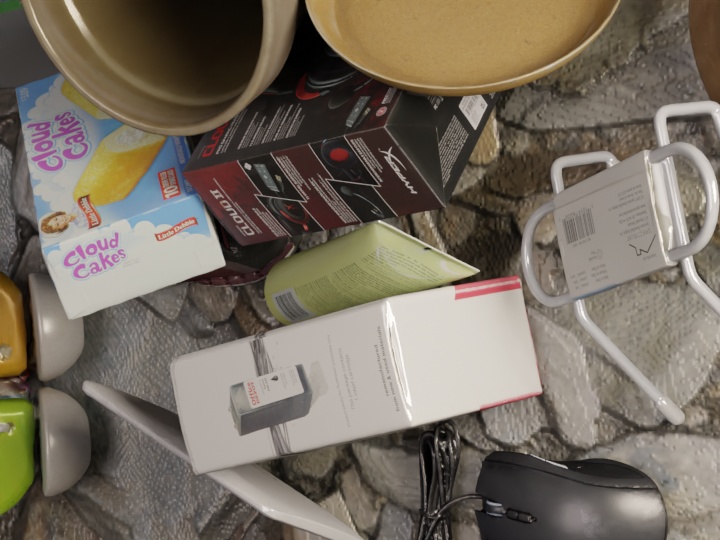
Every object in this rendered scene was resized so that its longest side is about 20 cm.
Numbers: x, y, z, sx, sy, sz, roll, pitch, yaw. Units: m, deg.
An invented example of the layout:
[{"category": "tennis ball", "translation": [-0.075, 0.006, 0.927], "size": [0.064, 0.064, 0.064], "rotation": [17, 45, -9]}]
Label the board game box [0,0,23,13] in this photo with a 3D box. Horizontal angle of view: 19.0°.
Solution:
[{"category": "board game box", "translation": [-0.194, -0.261, 1.510], "size": [0.135, 0.199, 0.029], "rotation": [60, 149, 19]}]

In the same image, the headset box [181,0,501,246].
[{"category": "headset box", "translation": [-0.013, -0.102, 1.394], "size": [0.199, 0.149, 0.075], "rotation": [-9, 132, 41]}]

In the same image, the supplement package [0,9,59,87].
[{"category": "supplement package", "translation": [-0.281, -0.261, 1.614], "size": [0.151, 0.150, 0.201], "rotation": [-36, 70, 37]}]

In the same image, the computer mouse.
[{"category": "computer mouse", "translation": [0.102, 0.182, 1.388], "size": [0.199, 0.046, 0.142], "rotation": [11, 100, 40]}]

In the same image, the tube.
[{"category": "tube", "translation": [0.000, 0.000, 1.415], "size": [0.200, 0.058, 0.052], "rotation": [-19, 90, 63]}]

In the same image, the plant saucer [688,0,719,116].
[{"category": "plant saucer", "translation": [0.252, -0.119, 1.187], "size": [0.200, 0.029, 0.201], "rotation": [38, 144, 34]}]

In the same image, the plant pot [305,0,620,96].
[{"category": "plant pot", "translation": [0.065, -0.174, 1.321], "size": [0.200, 0.200, 0.028], "rotation": [36, 153, 33]}]

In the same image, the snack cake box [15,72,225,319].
[{"category": "snack cake box", "translation": [-0.170, -0.067, 1.499], "size": [0.201, 0.114, 0.068], "rotation": [-110, 2, -50]}]

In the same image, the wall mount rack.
[{"category": "wall mount rack", "translation": [0.179, 0.000, 1.271], "size": [0.200, 0.074, 0.175], "rotation": [-25, 73, 60]}]

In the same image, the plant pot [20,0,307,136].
[{"category": "plant pot", "translation": [-0.099, -0.214, 1.399], "size": [0.198, 0.173, 0.202], "rotation": [16, 124, 24]}]

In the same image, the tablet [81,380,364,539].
[{"category": "tablet", "translation": [-0.095, 0.135, 1.505], "size": [0.199, 0.130, 0.014], "rotation": [29, 90, 35]}]

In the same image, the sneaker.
[{"category": "sneaker", "translation": [-0.140, -0.017, 1.535], "size": [0.199, 0.115, 0.076], "rotation": [-17, 83, 41]}]

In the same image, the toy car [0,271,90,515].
[{"category": "toy car", "translation": [-0.305, 0.091, 1.679], "size": [0.150, 0.173, 0.202], "rotation": [-176, 82, -75]}]

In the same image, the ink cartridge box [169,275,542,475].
[{"category": "ink cartridge box", "translation": [-0.004, 0.069, 1.405], "size": [0.199, 0.145, 0.086], "rotation": [-14, 86, 41]}]
